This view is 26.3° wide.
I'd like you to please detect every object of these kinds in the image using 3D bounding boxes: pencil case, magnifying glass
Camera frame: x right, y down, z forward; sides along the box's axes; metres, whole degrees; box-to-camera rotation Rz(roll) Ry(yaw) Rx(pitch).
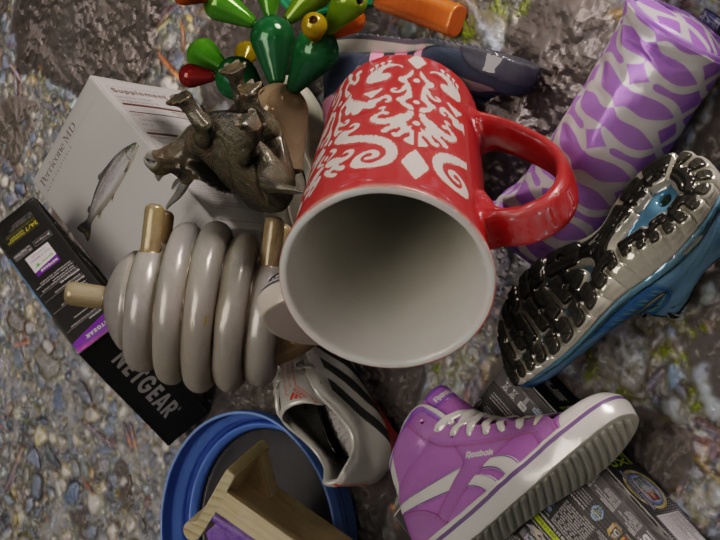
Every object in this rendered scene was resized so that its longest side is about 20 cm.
[{"bbox_3d":[0.163,-0.092,1.033,0.085,0.084,0.201,42,116,22],"label":"pencil case"},{"bbox_3d":[0.003,-0.223,1.216,0.199,0.022,0.080,28,107,39],"label":"magnifying glass"}]

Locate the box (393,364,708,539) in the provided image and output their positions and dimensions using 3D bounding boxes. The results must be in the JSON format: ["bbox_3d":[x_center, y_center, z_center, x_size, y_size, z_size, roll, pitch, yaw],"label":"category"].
[{"bbox_3d":[0.133,0.186,1.080,0.200,0.044,0.161,48,118,30],"label":"box"}]

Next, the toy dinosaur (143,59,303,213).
[{"bbox_3d":[-0.080,-0.083,1.105,0.199,0.077,0.103,23,144,44],"label":"toy dinosaur"}]

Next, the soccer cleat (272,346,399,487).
[{"bbox_3d":[-0.042,0.077,1.185,0.069,0.085,0.201,-36,77,32],"label":"soccer cleat"}]

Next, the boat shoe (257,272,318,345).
[{"bbox_3d":[0.000,0.000,1.101,0.074,0.199,0.093,-30,63,36],"label":"boat shoe"}]

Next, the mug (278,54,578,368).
[{"bbox_3d":[0.044,-0.045,1.018,0.176,0.200,0.134,10,124,-2],"label":"mug"}]

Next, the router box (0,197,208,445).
[{"bbox_3d":[-0.213,0.045,1.279,0.051,0.200,0.149,-39,60,-6],"label":"router box"}]

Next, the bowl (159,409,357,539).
[{"bbox_3d":[-0.083,0.214,1.263,0.200,0.039,0.202,-1,89,40],"label":"bowl"}]

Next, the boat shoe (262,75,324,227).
[{"bbox_3d":[-0.045,-0.055,1.214,0.060,0.072,0.203,-29,64,24],"label":"boat shoe"}]

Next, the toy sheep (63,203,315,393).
[{"bbox_3d":[-0.117,0.023,1.129,0.198,0.138,0.139,6,93,5],"label":"toy sheep"}]

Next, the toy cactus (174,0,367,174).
[{"bbox_3d":[-0.068,-0.156,1.164,0.199,0.102,0.166,-10,81,35],"label":"toy cactus"}]

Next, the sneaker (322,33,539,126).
[{"bbox_3d":[0.048,-0.128,1.142,0.199,0.070,0.083,11,90,48],"label":"sneaker"}]

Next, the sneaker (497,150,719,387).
[{"bbox_3d":[0.175,0.017,1.013,0.200,0.090,0.079,-42,37,23],"label":"sneaker"}]

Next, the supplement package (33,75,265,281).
[{"bbox_3d":[-0.159,-0.052,1.282,0.200,0.117,0.117,48,117,30],"label":"supplement package"}]

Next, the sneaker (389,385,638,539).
[{"bbox_3d":[0.090,0.113,1.044,0.200,0.072,0.115,-41,61,31],"label":"sneaker"}]

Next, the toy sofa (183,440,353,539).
[{"bbox_3d":[-0.031,0.226,1.142,0.199,0.083,0.098,34,108,7],"label":"toy sofa"}]
